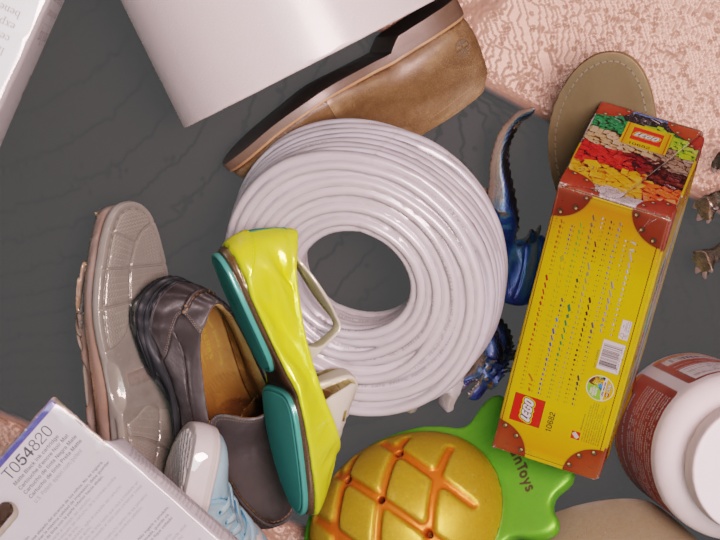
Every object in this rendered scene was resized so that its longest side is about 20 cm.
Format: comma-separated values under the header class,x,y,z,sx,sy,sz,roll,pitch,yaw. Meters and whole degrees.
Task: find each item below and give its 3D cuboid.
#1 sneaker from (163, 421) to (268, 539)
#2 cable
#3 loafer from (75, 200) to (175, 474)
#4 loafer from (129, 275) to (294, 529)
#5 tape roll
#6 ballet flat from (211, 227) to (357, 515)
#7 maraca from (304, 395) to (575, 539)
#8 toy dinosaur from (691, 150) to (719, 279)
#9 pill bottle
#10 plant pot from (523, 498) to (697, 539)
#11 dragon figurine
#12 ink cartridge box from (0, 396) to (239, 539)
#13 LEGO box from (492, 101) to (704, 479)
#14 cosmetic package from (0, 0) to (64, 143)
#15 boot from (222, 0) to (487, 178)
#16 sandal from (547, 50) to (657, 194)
class,x,y,z,sx,sy,sz,roll,pitch,yaw
sneaker,-0.095,0.180,1.526,0.081,0.074,0.201,-1,132,-12
cable,0.000,0.000,1.498,0.199,0.069,0.201,26,120,4
loafer,-0.173,0.054,1.540,0.062,0.072,0.202,-2,94,39
loafer,-0.090,0.098,1.524,0.073,0.072,0.201,-41,118,-28
tape roll,-0.059,-0.201,1.464,0.202,0.203,0.140,-28,96,-3
ballet flat,-0.039,0.064,1.468,0.067,0.067,0.202,-22,107,-18
maraca,0.052,0.166,1.536,0.199,0.107,0.138,-28,60,9
toy dinosaur,0.290,-0.044,1.577,0.102,0.077,0.202,-9,83,-36
pill bottle,0.244,0.121,1.512,0.111,0.200,0.113,0,94,-5
plant pot,0.173,0.236,1.534,0.198,0.201,0.136,-8,67,-5
dragon figurine,0.101,-0.012,1.561,0.099,0.059,0.201,26,96,-8
ink cartridge box,-0.186,0.212,1.440,0.200,0.041,0.200,42,95,-9
LEGO box,0.159,0.012,1.483,0.077,0.149,0.201,17,118,9
cosmetic package,-0.288,-0.176,1.462,0.165,0.167,0.201,24,92,-7
boot,-0.001,-0.108,1.545,0.199,0.074,0.076,-32,106,-5
sandal,0.178,-0.064,1.568,0.077,0.070,0.213,3,115,17
